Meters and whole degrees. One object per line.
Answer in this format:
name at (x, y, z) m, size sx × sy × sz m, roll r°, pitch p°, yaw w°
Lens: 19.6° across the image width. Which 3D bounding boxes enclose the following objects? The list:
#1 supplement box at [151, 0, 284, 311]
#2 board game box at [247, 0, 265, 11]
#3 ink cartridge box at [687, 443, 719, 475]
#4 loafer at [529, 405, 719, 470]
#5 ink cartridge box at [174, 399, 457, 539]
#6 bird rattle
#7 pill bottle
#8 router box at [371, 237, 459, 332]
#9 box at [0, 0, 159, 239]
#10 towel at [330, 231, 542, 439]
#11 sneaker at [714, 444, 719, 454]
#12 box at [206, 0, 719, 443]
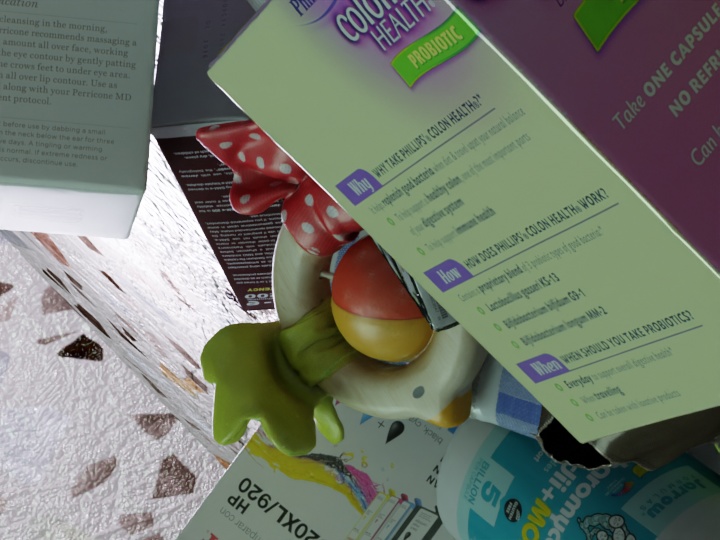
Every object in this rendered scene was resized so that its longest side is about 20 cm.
supplement box at (-0.064, -0.072, 1.217) m, size 0.060 × 0.109 × 0.200 m, roll -5°, pitch 147°, yaw 12°
board game box at (-0.024, -0.146, 1.057) m, size 0.200 × 0.035 × 0.126 m, roll 51°, pitch 165°, yaw -32°
ink cartridge box at (0.158, 0.079, 1.197) m, size 0.161 × 0.050 × 0.200 m, roll 49°, pitch 169°, yaw -36°
loafer at (0.131, 0.055, 0.876) m, size 0.073 × 0.071 × 0.200 m, roll 35°, pitch 162°, yaw -5°
ink cartridge box at (0.016, 0.140, 1.236) m, size 0.147 × 0.200 × 0.145 m, roll 36°, pitch 176°, yaw 22°
bird rattle at (0.000, 0.000, 1.071) m, size 0.162 × 0.201 × 0.112 m, roll 16°, pitch -168°, yaw 29°
pill bottle at (0.139, 0.140, 1.064) m, size 0.200 × 0.111 × 0.111 m, roll 35°, pitch 165°, yaw 39°
router box at (0.004, -0.089, 0.910) m, size 0.149 × 0.051 × 0.201 m, roll -123°, pitch 11°, yaw -71°
box at (-0.166, -0.130, 1.134) m, size 0.106 × 0.201 × 0.152 m, roll 4°, pitch 171°, yaw -9°
towel at (0.046, -0.002, 1.089) m, size 0.024 × 0.148 × 0.200 m, roll 6°, pitch -173°, yaw -37°
sneaker at (0.254, 0.122, 1.025) m, size 0.200 × 0.074 × 0.081 m, roll 46°, pitch 178°, yaw 15°
box at (0.069, -0.052, 0.700) m, size 0.200 × 0.097 × 0.176 m, roll 44°, pitch 159°, yaw -6°
